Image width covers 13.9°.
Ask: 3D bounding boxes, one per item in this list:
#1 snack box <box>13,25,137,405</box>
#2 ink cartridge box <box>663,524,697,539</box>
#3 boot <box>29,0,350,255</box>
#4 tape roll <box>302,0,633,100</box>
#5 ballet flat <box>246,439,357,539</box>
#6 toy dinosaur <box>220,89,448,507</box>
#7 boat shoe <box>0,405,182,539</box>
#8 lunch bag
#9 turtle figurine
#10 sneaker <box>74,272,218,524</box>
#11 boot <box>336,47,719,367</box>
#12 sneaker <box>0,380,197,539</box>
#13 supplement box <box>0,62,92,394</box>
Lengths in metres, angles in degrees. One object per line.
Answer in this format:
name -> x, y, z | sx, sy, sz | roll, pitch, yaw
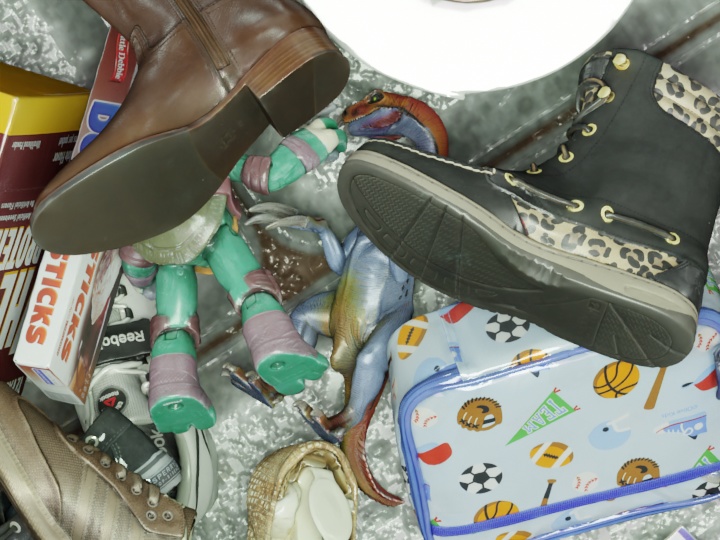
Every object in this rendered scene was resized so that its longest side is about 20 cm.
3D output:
snack box -> -0.139, -0.033, 1.577 | 0.024, 0.072, 0.201 | 11, 74, 15
ink cartridge box -> 0.140, 0.240, 1.666 | 0.200, 0.039, 0.099 | -43, 95, 7
boot -> -0.125, -0.116, 1.507 | 0.186, 0.064, 0.200 | -31, 53, -11
tape roll -> 0.055, -0.198, 1.555 | 0.202, 0.139, 0.204 | 0, 99, 1
ballet flat -> -0.029, 0.177, 1.564 | 0.070, 0.065, 0.201 | 10, 57, -26
toy dinosaur -> 0.000, 0.000, 1.633 | 0.105, 0.200, 0.182 | 25, 72, 32
boat shoe -> -0.181, 0.142, 1.590 | 0.200, 0.069, 0.057 | -37, 94, 25
lunch bag -> 0.117, 0.078, 1.598 | 0.199, 0.076, 0.161 | -12, 130, -1
turtle figurine -> -0.083, -0.023, 1.552 | 0.150, 0.101, 0.201 | -32, 55, 34
sneaker -> -0.128, 0.053, 1.619 | 0.074, 0.089, 0.201 | -22, 96, 5
boot -> 0.101, -0.050, 1.530 | 0.199, 0.073, 0.151 | 23, 57, 5
sneaker -> -0.126, 0.130, 1.511 | 0.075, 0.070, 0.200 | -34, 86, -10
supplement box -> -0.271, -0.024, 1.566 | 0.197, 0.133, 0.201 | 18, 98, 12
